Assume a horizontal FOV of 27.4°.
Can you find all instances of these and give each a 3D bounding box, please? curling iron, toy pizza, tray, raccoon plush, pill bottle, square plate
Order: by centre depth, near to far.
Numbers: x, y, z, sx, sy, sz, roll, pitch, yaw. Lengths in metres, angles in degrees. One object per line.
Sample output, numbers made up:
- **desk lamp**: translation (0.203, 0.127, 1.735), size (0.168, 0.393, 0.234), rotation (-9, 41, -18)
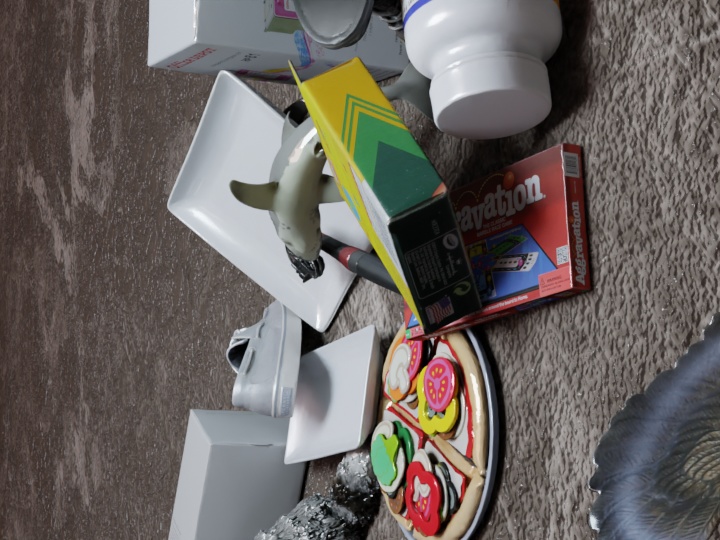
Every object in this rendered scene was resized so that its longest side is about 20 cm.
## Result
- **pill bottle**: translation (0.083, -0.200, 1.046), size (0.112, 0.112, 0.200), rotation (139, 130, -58)
- **toy pizza**: translation (0.050, 0.125, 1.167), size (0.200, 0.032, 0.201), rotation (-178, 90, -66)
- **curling iron**: translation (0.000, 0.000, 1.271), size (0.200, 0.026, 0.050), rotation (18, 126, 49)
- **raccoon plush**: translation (-0.072, 0.228, 1.304), size (0.097, 0.134, 0.200), rotation (-137, 54, -60)
- **tray**: translation (-0.022, 0.117, 1.327), size (0.200, 0.022, 0.108), rotation (152, 128, -66)
- **square plate**: translation (-0.073, -0.063, 1.356), size (0.200, 0.028, 0.198), rotation (39, 138, 8)

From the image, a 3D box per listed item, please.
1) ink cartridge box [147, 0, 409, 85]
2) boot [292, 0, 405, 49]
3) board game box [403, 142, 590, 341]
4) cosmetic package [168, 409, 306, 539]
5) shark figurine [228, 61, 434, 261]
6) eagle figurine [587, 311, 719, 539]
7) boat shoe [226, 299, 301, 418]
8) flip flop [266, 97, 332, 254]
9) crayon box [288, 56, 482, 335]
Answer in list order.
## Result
- **ink cartridge box**: translation (-0.074, -0.216, 1.294), size (0.144, 0.200, 0.085), rotation (176, 98, -66)
- **boot**: translation (0.025, -0.206, 1.126), size (0.069, 0.174, 0.200), rotation (-22, 49, 26)
- **board game box**: translation (0.093, -0.016, 1.077), size (0.200, 0.019, 0.103), rotation (-22, 65, 55)
- **cosmetic package**: translation (-0.125, 0.245, 1.462), size (0.085, 0.107, 0.200), rotation (-139, 58, -62)
- **shark figurine**: translation (-0.031, -0.113, 1.221), size (0.215, 0.128, 0.090), rotation (-49, 38, 26)
- **eagle figurine**: translation (0.211, 0.070, 0.663), size (0.152, 0.151, 0.200), rotation (52, 127, 42)
- **boat shoe**: translation (-0.094, 0.081, 1.411), size (0.200, 0.068, 0.072), rotation (-93, 11, -62)
- **flip flop**: translation (-0.043, -0.084, 1.380), size (0.081, 0.058, 0.200), rotation (26, 134, 20)
- **crayon box**: translation (0.016, -0.066, 1.078), size (0.200, 0.051, 0.127), rotation (59, 174, 42)
